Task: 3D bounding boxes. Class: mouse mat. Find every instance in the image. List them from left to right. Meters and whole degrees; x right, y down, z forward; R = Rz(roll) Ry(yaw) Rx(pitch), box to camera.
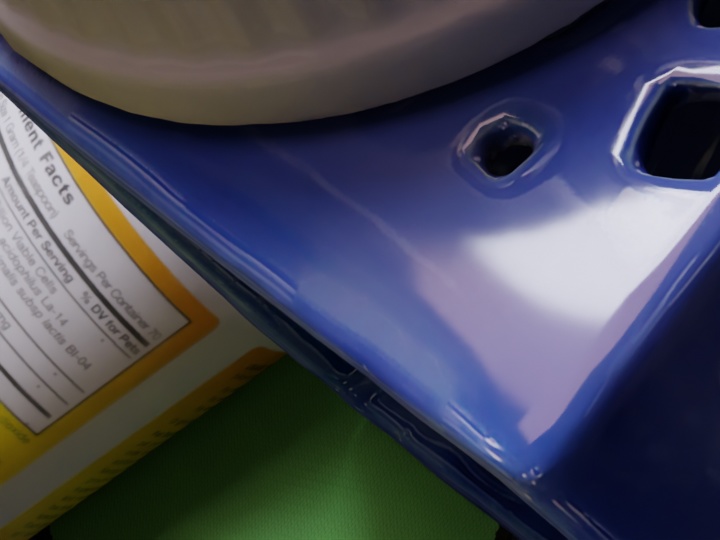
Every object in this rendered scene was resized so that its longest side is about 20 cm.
[{"bbox_3d":[0.000,0.000,0.759,0.161,0.008,0.200,6,67,39],"label":"mouse mat"}]

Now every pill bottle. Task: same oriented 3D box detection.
[{"bbox_3d":[-0.085,0.003,0.740,0.200,0.109,0.109,-36,38,13],"label":"pill bottle"}]

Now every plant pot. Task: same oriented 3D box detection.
[{"bbox_3d":[0.065,-0.033,0.597,0.200,0.200,0.180,35,84,39],"label":"plant pot"}]

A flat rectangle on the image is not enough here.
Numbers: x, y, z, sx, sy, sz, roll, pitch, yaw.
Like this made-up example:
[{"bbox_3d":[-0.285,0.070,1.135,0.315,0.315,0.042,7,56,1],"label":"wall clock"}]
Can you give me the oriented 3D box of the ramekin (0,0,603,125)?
[{"bbox_3d":[-0.013,-0.136,0.521,0.202,0.094,0.203,-14,54,19],"label":"ramekin"}]
